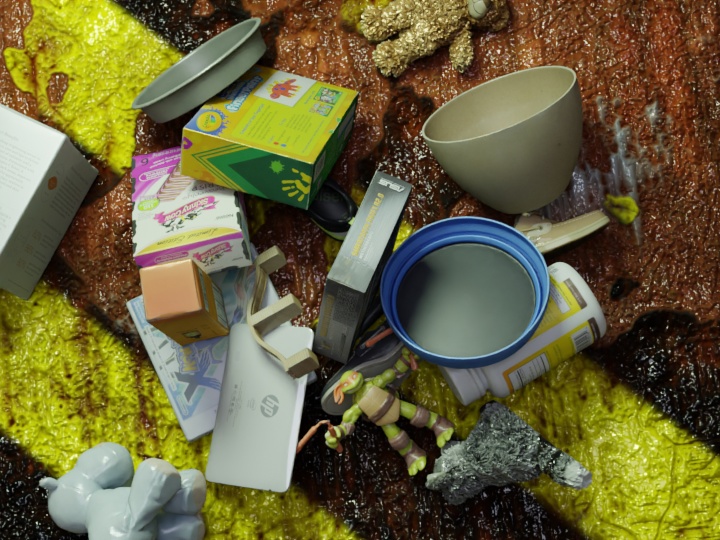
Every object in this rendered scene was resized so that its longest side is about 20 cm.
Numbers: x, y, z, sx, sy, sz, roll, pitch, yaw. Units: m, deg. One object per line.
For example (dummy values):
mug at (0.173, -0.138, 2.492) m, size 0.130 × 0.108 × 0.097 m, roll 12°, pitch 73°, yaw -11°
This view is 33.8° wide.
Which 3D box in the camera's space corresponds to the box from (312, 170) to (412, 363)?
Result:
box at (0.000, 0.000, 1.418) m, size 0.048 × 0.200 × 0.159 m, roll 22°, pitch 62°, yaw 5°

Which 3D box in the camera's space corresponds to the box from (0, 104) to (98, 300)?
box at (-0.442, -0.084, 1.502) m, size 0.106 × 0.152 × 0.200 m, roll 25°, pitch 80°, yaw 8°

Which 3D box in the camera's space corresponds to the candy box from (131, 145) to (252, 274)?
candy box at (-0.215, -0.077, 1.486) m, size 0.136 × 0.061 × 0.200 m, roll -14°, pitch 44°, yaw 0°

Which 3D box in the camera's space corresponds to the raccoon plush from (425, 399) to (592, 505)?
raccoon plush at (0.162, 0.239, 1.398) m, size 0.097 × 0.200 × 0.134 m, roll 44°, pitch 83°, yaw -23°

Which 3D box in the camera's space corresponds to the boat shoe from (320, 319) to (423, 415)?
boat shoe at (0.028, 0.105, 1.492) m, size 0.200 × 0.073 × 0.063 m, roll -38°, pitch 43°, yaw 2°

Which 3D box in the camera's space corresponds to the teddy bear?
teddy bear at (0.099, -0.333, 1.571) m, size 0.200 × 0.067 × 0.145 m, roll -5°, pitch 80°, yaw 2°

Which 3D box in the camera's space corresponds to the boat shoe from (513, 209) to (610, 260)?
boat shoe at (0.216, -0.044, 1.501) m, size 0.200 × 0.071 × 0.065 m, roll -20°, pitch 79°, yaw 0°

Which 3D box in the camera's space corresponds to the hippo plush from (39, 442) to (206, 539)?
hippo plush at (-0.296, 0.301, 1.441) m, size 0.161 × 0.159 × 0.200 m, roll 20°, pitch 61°, yaw 37°

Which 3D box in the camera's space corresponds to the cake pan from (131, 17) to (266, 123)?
cake pan at (-0.202, -0.253, 1.518) m, size 0.200 × 0.200 × 0.037 m, roll -36°, pitch 111°, yaw -5°

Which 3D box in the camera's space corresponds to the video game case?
video game case at (-0.179, 0.091, 1.518) m, size 0.182 × 0.022 × 0.200 m, roll -26°, pitch 78°, yaw -3°

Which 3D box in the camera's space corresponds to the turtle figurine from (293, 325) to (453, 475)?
turtle figurine at (0.023, 0.177, 1.447) m, size 0.161 × 0.064 × 0.200 m, roll 41°, pitch 86°, yaw -13°

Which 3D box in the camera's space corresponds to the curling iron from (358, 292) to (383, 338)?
curling iron at (0.045, 0.037, 1.516) m, size 0.200 × 0.026 × 0.050 m, roll -40°, pitch 81°, yaw -5°

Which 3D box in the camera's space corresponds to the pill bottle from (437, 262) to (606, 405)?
pill bottle at (0.193, 0.082, 1.457) m, size 0.200 × 0.109 × 0.109 m, roll -31°, pitch 78°, yaw -4°

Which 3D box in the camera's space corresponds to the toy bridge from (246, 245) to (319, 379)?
toy bridge at (-0.106, 0.054, 1.456) m, size 0.067 × 0.027 × 0.200 m, roll -30°, pitch 47°, yaw 10°

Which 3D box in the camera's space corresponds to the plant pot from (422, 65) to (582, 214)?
plant pot at (0.194, -0.151, 1.483) m, size 0.200 × 0.200 × 0.135 m, roll -26°, pitch 113°, yaw -3°

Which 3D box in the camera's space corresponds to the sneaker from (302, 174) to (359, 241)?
sneaker at (-0.071, -0.116, 1.525) m, size 0.200 × 0.083 × 0.072 m, roll 36°, pitch 82°, yaw 9°

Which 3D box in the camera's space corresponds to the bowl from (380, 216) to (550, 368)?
bowl at (0.124, 0.028, 1.410) m, size 0.200 × 0.039 × 0.201 m, roll -4°, pitch 56°, yaw 6°

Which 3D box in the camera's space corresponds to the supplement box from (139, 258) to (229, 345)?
supplement box at (-0.208, 0.041, 1.417) m, size 0.066 × 0.200 × 0.069 m, roll -12°, pitch 76°, yaw 0°

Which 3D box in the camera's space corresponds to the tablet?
tablet at (-0.125, 0.166, 1.453) m, size 0.130 × 0.014 × 0.200 m, roll 1°, pitch 77°, yaw 33°

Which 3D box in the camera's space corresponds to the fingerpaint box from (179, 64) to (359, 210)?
fingerpaint box at (-0.111, -0.173, 1.488) m, size 0.167 × 0.073 × 0.200 m, roll 16°, pitch 37°, yaw 7°
